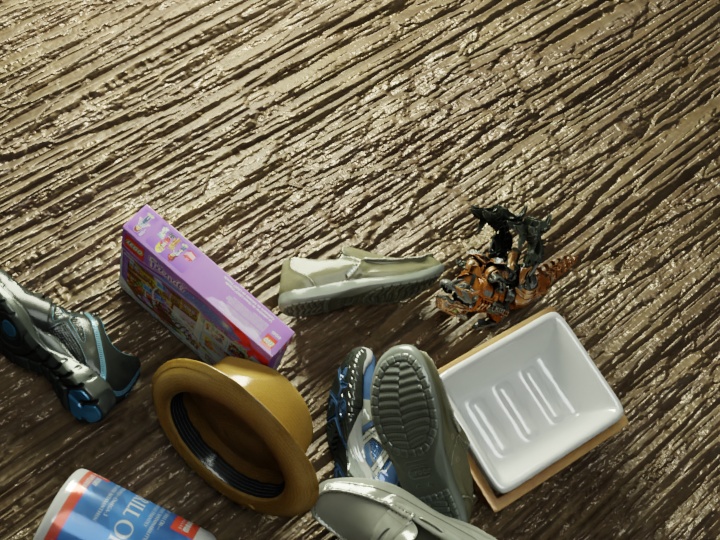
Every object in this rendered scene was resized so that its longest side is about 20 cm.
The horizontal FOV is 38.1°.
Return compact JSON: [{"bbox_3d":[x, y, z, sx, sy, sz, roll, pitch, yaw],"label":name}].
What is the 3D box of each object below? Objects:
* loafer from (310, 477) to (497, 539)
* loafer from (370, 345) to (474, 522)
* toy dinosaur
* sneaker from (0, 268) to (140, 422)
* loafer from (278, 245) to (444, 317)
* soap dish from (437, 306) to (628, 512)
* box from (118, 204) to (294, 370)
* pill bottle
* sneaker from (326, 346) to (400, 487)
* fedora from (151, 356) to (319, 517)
[{"bbox_3d":[0.042,0.252,0.986,0.198,0.070,0.071,16,105,13],"label":"loafer"},{"bbox_3d":[0.066,0.169,1.047,0.070,0.074,0.202,-28,107,-62],"label":"loafer"},{"bbox_3d":[0.170,-0.003,1.218,0.101,0.137,0.199,13,21,33],"label":"toy dinosaur"},{"bbox_3d":[-0.315,0.067,1.073,0.200,0.073,0.082,44,46,2],"label":"sneaker"},{"bbox_3d":[0.000,0.000,1.175,0.198,0.075,0.070,-8,71,-18],"label":"loafer"},{"bbox_3d":[0.174,0.152,1.146,0.199,0.081,0.158,-26,74,-25],"label":"soap dish"},{"bbox_3d":[-0.164,0.038,1.078,0.200,0.137,0.039,40,62,6],"label":"box"},{"bbox_3d":[-0.200,0.277,0.969,0.198,0.112,0.113,27,61,-2],"label":"pill bottle"},{"bbox_3d":[0.010,0.182,1.099,0.076,0.076,0.203,4,74,-20],"label":"sneaker"},{"bbox_3d":[-0.110,0.149,1.021,0.200,0.201,0.082,37,49,5],"label":"fedora"}]
